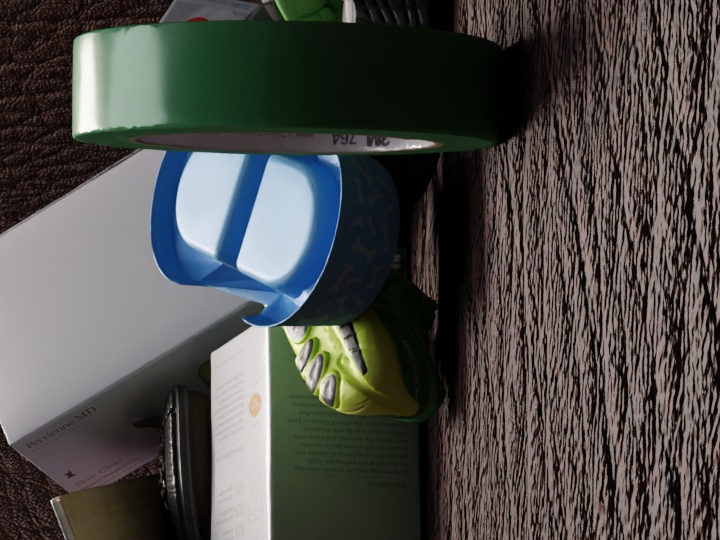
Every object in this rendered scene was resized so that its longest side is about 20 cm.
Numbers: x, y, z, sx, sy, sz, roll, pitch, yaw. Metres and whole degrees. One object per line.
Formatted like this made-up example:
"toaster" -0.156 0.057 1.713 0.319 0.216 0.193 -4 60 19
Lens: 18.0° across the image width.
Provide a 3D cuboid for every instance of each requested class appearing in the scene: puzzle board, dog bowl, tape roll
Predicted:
"puzzle board" -0.117 0.206 1.480 0.200 0.017 0.151 -6 -108 -61
"dog bowl" -0.047 -0.031 1.244 0.200 0.049 0.112 24 98 55
"tape roll" -0.034 -0.082 1.059 0.200 0.199 0.048 178 93 -85

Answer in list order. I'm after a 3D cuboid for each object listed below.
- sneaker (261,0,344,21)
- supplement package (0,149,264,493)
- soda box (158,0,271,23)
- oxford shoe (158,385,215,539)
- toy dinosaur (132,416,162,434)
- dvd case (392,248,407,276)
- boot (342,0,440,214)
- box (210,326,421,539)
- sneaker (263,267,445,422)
"sneaker" -0.027 -0.173 1.383 0.200 0.083 0.077 -36 -56 -71
"supplement package" -0.153 0.028 1.526 0.156 0.199 0.111 63 -173 32
"soda box" -0.059 -0.082 1.399 0.064 0.068 0.200 -58 -39 -22
"oxford shoe" -0.080 0.168 1.442 0.073 0.084 0.201 146 110 -75
"toy dinosaur" -0.065 0.152 1.507 0.077 0.199 0.103 40 107 54
"dvd case" 0.013 0.097 1.479 0.146 0.022 0.201 116 153 -78
"boot" 0.023 -0.137 1.306 0.131 0.067 0.201 -61 -27 -75
"box" -0.029 0.138 1.363 0.124 0.097 0.201 148 124 -66
"sneaker" -0.006 0.020 1.288 0.074 0.083 0.200 -46 37 22
